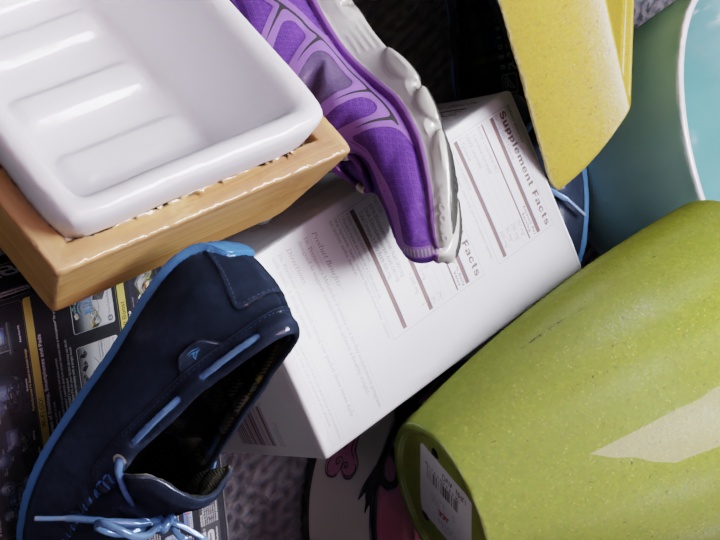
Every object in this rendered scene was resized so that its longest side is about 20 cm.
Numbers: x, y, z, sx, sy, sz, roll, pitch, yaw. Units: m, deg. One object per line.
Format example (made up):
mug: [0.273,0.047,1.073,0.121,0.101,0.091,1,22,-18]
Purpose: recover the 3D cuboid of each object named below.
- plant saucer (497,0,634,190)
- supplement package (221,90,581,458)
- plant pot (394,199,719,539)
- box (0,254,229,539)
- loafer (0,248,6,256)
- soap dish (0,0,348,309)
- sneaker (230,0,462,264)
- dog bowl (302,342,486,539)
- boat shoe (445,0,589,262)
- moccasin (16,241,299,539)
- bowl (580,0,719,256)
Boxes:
plant saucer: [0.111,-0.179,1.042,0.200,0.048,0.201,66,25,-49]
supplement package: [0.000,0.000,1.040,0.200,0.114,0.110,-34,108,-33]
plant pot: [0.124,0.084,1.019,0.199,0.187,0.188,-21,102,-21]
box: [-0.143,0.088,0.946,0.161,0.049,0.201,-21,117,-37]
loafer: [-0.108,-0.053,1.003,0.200,0.063,0.072,-33,131,-28]
soap dish: [-0.128,-0.083,0.902,0.157,0.081,0.200,-25,60,-32]
sneaker: [-0.016,-0.075,0.962,0.083,0.200,0.081,-29,152,-10]
dog bowl: [0.068,0.136,1.115,0.200,0.074,0.201,1,88,-37]
boat shoe: [0.074,-0.086,1.125,0.069,0.084,0.201,-2,76,-52]
moccasin: [-0.093,0.081,0.869,0.080,0.068,0.200,-10,135,-48]
bowl: [0.193,-0.064,1.171,0.201,0.105,0.202,23,61,-49]
